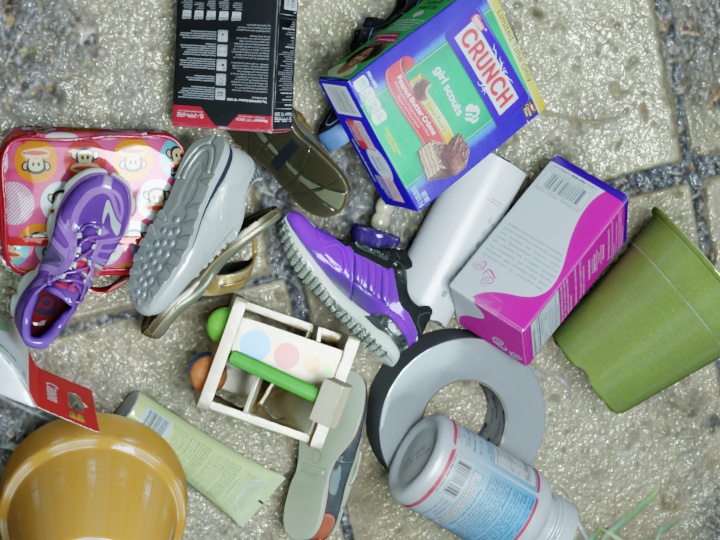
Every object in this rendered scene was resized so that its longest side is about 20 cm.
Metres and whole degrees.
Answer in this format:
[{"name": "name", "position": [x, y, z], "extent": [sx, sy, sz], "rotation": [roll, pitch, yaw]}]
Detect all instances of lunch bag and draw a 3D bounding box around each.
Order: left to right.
[{"name": "lunch bag", "position": [-0.282, -0.062, 1.474], "extent": [0.200, 0.082, 0.176], "rotation": [-2, 103, -16]}]

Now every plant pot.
[{"name": "plant pot", "position": [-0.277, 0.277, 1.445], "extent": [0.200, 0.183, 0.200], "rotation": [-3, 114, -8]}, {"name": "plant pot", "position": [0.329, 0.062, 1.612], "extent": [0.190, 0.200, 0.200], "rotation": [-39, 106, 6]}]

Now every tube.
[{"name": "tube", "position": [-0.184, 0.208, 1.558], "extent": [0.200, 0.058, 0.052], "rotation": [37, 49, -20]}]

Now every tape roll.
[{"name": "tape roll", "position": [0.110, 0.170, 1.618], "extent": [0.200, 0.066, 0.200], "rotation": [-2, 99, -14]}]

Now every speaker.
[{"name": "speaker", "position": [0.108, -0.040, 1.578], "extent": [0.081, 0.081, 0.200], "rotation": [27, 91, -17]}]

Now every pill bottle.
[{"name": "pill bottle", "position": [0.138, 0.249, 1.547], "extent": [0.200, 0.109, 0.109], "rotation": [32, 89, -17]}]

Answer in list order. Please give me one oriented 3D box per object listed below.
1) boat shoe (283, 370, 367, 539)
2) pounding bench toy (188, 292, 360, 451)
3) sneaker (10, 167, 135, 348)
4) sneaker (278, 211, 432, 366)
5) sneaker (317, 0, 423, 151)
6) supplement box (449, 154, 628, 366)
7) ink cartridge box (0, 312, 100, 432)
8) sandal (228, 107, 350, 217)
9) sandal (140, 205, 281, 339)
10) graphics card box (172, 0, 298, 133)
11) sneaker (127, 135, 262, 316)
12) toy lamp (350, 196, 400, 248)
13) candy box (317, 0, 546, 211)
[{"name": "boat shoe", "position": [-0.031, 0.212, 1.590], "extent": [0.063, 0.071, 0.200], "rotation": [22, 84, -56]}, {"name": "pounding bench toy", "position": [-0.096, 0.103, 1.470], "extent": [0.156, 0.200, 0.124], "rotation": [20, 88, -8]}, {"name": "sneaker", "position": [-0.283, -0.006, 1.401], "extent": [0.081, 0.083, 0.200], "rotation": [21, 105, -23]}, {"name": "sneaker", "position": [0.000, 0.000, 1.520], "extent": [0.100, 0.070, 0.200], "rotation": [-41, 91, -13]}, {"name": "sneaker", "position": [0.010, -0.223, 1.534], "extent": [0.078, 0.070, 0.200], "rotation": [44, 79, -15]}, {"name": "supplement box", "position": [0.201, -0.010, 1.558], "extent": [0.101, 0.103, 0.200], "rotation": [34, 72, 23]}, {"name": "ink cartridge box", "position": [-0.355, 0.088, 1.431], "extent": [0.200, 0.161, 0.050], "rotation": [23, 95, -17]}, {"name": "sandal", "position": [-0.078, -0.145, 1.517], "extent": [0.200, 0.055, 0.082], "rotation": [48, 114, 3]}, {"name": "sandal", "position": [-0.155, 0.007, 1.516], "extent": [0.054, 0.080, 0.200], "rotation": [44, 90, -14]}, {"name": "graphics card box", "position": [-0.131, -0.247, 1.466], "extent": [0.125, 0.051, 0.200], "rotation": [6, 99, 25]}, {"name": "sneaker", "position": [-0.167, -0.037, 1.444], "extent": [0.080, 0.076, 0.200], "rotation": [37, 78, -47]}, {"name": "toy lamp", "position": [0.034, -0.094, 1.563], "extent": [0.058, 0.058, 0.200], "rotation": [15, 94, -17]}, {"name": "candy box", "position": [0.081, -0.189, 1.492], "extent": [0.200, 0.077, 0.169], "rotation": [-40, 118, -19]}]
